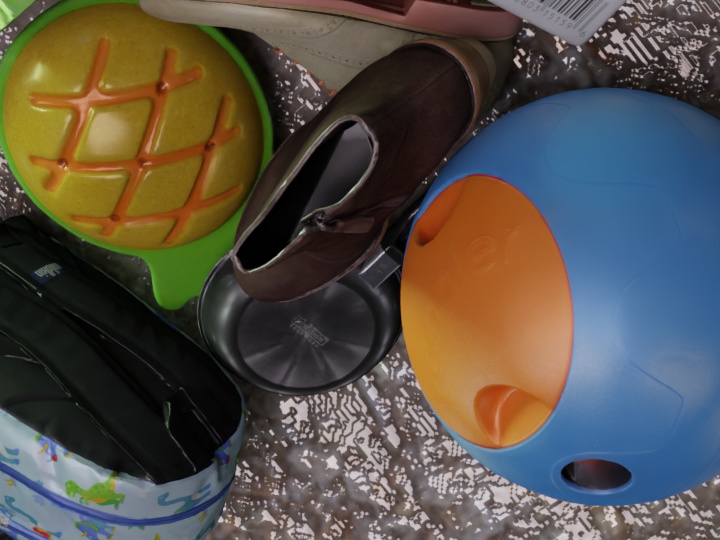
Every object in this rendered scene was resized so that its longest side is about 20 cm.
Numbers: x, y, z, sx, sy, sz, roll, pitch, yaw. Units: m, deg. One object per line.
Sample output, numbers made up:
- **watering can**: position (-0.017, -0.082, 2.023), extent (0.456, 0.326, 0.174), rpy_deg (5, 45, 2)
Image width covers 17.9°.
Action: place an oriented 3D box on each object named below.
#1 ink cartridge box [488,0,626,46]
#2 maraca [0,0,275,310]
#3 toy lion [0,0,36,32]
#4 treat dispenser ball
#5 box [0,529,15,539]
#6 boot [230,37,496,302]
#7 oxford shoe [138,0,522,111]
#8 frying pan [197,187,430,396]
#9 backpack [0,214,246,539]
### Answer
- **ink cartridge box**: position (0.084, -0.207, 1.052), extent (0.200, 0.044, 0.174), rpy_deg (22, 124, -36)
- **maraca**: position (-0.106, -0.062, 1.212), extent (0.137, 0.107, 0.200), rpy_deg (-35, 116, 13)
- **toy lion**: position (-0.119, -0.181, 1.100), extent (0.069, 0.192, 0.200), rpy_deg (49, 147, -10)
- **treat dispenser ball**: position (0.119, 0.013, 1.100), extent (0.201, 0.201, 0.201), rpy_deg (7, 112, 18)
- **box**: position (-0.282, 0.118, 1.275), extent (0.198, 0.200, 0.050), rpy_deg (25, 124, 20)
- **boot**: position (-0.027, -0.033, 1.090), extent (0.072, 0.166, 0.200), rpy_deg (47, 122, 3)
- **oxford shoe**: position (-0.020, -0.118, 1.156), extent (0.200, 0.071, 0.074), rpy_deg (9, 119, 1)
- **frying pan**: position (0.005, 0.013, 1.230), extent (0.190, 0.031, 0.115), rpy_deg (-19, 126, 8)
- **backpack**: position (-0.157, 0.075, 1.237), extent (0.200, 0.163, 0.154), rpy_deg (19, 120, 21)
